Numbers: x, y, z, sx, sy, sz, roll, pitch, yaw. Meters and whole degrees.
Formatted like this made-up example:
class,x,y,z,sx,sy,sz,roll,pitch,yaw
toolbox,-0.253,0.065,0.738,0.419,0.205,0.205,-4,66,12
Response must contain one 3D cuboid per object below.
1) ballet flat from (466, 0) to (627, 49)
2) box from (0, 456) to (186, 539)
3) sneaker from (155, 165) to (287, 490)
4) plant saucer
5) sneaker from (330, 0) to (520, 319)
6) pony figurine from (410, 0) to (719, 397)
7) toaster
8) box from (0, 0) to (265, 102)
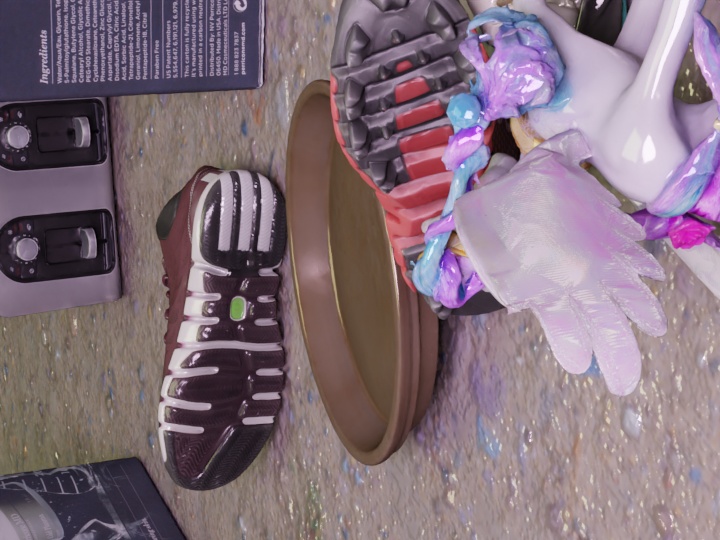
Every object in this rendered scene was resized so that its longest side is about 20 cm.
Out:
class,x,y,z,sx,sy,sz,roll,pitch,yaw
ballet flat,0.078,-0.135,0.744,0.068,0.068,0.201,46,135,51
box,-0.221,0.246,1.283,0.200,0.196,0.125,49,137,48
sneaker,-0.095,0.028,1.138,0.115,0.075,0.201,-147,66,-63
plant saucer,0.000,0.000,0.941,0.200,0.029,0.201,172,90,-75
sneaker,0.030,-0.069,0.794,0.201,0.070,0.098,66,-166,-50
pony figurine,0.103,-0.043,0.653,0.193,0.166,0.201,45,113,50
toaster,-0.265,-0.060,1.393,0.200,0.118,0.182,6,100,63
box,-0.177,-0.167,1.103,0.148,0.199,0.108,25,118,59
